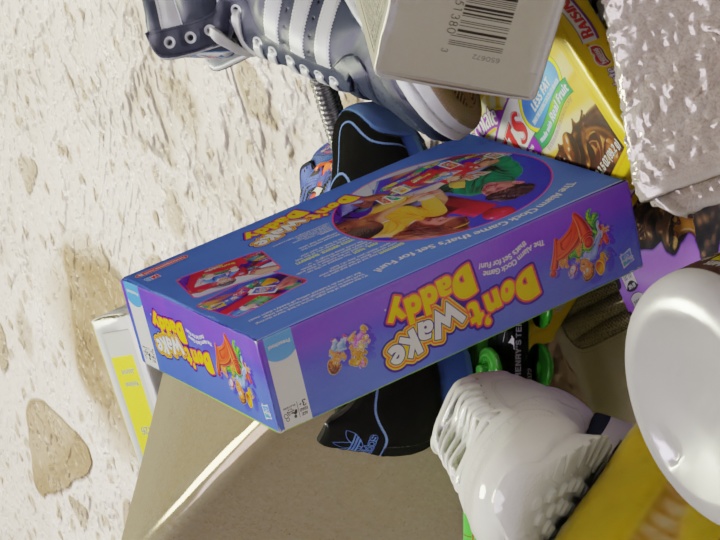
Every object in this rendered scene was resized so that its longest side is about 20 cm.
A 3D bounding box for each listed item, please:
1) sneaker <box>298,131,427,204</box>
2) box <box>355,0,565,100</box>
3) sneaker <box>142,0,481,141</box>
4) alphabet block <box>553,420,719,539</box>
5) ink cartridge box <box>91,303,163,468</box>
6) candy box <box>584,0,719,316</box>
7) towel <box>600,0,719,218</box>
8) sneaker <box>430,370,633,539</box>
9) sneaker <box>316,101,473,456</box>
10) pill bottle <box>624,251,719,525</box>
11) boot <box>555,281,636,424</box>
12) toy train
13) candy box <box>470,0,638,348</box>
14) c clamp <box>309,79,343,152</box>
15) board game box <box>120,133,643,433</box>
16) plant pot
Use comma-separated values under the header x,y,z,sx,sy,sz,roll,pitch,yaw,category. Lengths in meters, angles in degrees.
x,y,z,sx,sy,sz,roll,pitch,yaw,category
-0.006,-0.045,1.518,0.200,0.075,0.079,122,132,-66,sneaker
0.040,-0.168,1.200,0.200,0.077,0.095,-101,23,-57,box
-0.032,-0.113,1.285,0.109,0.070,0.200,-45,68,16,sneaker
0.175,0.186,1.174,0.196,0.196,0.200,28,141,13,alphabet block
-0.057,0.090,1.582,0.047,0.197,0.201,-7,103,41,ink cartridge box
0.162,-0.071,1.211,0.201,0.071,0.168,66,154,6,candy box
0.164,-0.130,1.103,0.132,0.034,0.201,-12,88,20,towel
0.065,0.085,1.151,0.080,0.077,0.200,33,-175,8,sneaker
0.000,0.000,1.298,0.070,0.077,0.201,114,149,-54,sneaker
0.213,0.023,1.043,0.109,0.199,0.110,40,141,43,pill bottle
0.140,0.086,1.357,0.156,0.073,0.200,63,150,12,boot
0.068,0.096,1.285,0.056,0.042,0.201,-164,73,-65,toy train
0.088,-0.050,1.259,0.103,0.026,0.200,62,155,21,candy box
0.006,-0.088,1.377,0.170,0.027,0.201,-7,124,25,c clamp
0.009,0.001,1.189,0.134,0.199,0.045,22,130,57,board game box
0.005,0.079,1.411,0.177,0.199,0.200,127,160,-49,plant pot
